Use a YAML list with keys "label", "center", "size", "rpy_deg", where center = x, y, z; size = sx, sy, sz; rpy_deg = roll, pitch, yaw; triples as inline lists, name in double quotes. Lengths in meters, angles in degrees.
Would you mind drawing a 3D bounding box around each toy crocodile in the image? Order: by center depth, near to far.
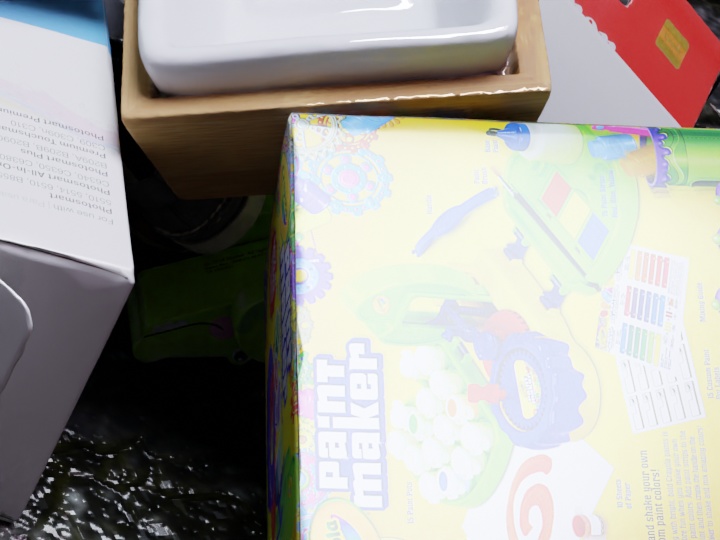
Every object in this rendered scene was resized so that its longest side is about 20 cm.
- label: "toy crocodile"
  center: [0.000, 0.000, 1.090]
  size: [0.199, 0.062, 0.068]
  rpy_deg: [-17, 41, -3]

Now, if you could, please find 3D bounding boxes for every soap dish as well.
- label: "soap dish"
  center: [-0.012, -0.111, 1.032]
  size: [0.156, 0.082, 0.201]
  rpy_deg: [-4, 40, 0]

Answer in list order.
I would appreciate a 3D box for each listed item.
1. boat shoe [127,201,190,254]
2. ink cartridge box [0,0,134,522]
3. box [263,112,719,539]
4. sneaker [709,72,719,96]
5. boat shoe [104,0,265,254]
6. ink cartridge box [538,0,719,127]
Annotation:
- label: "boat shoe"
  center: [-0.067, -0.108, 1.152]
  size: [0.072, 0.067, 0.201]
  rpy_deg: [17, 71, -22]
- label: "ink cartridge box"
  center: [-0.166, -0.013, 0.974]
  size: [0.124, 0.129, 0.201]
  rpy_deg: [14, 35, -20]
- label: "box"
  center: [0.064, 0.061, 0.950]
  size: [0.191, 0.122, 0.201]
  rpy_deg: [2, 59, -6]
- label: "sneaker"
  center: [0.122, -0.086, 1.329]
  size: [0.088, 0.074, 0.200]
  rpy_deg: [36, 34, 9]
- label: "boat shoe"
  center: [-0.109, -0.091, 1.101]
  size: [0.063, 0.073, 0.200]
  rpy_deg: [28, 21, -55]
- label: "ink cartridge box"
  center: [0.094, -0.100, 1.194]
  size: [0.200, 0.045, 0.177]
  rpy_deg: [44, 61, -29]
